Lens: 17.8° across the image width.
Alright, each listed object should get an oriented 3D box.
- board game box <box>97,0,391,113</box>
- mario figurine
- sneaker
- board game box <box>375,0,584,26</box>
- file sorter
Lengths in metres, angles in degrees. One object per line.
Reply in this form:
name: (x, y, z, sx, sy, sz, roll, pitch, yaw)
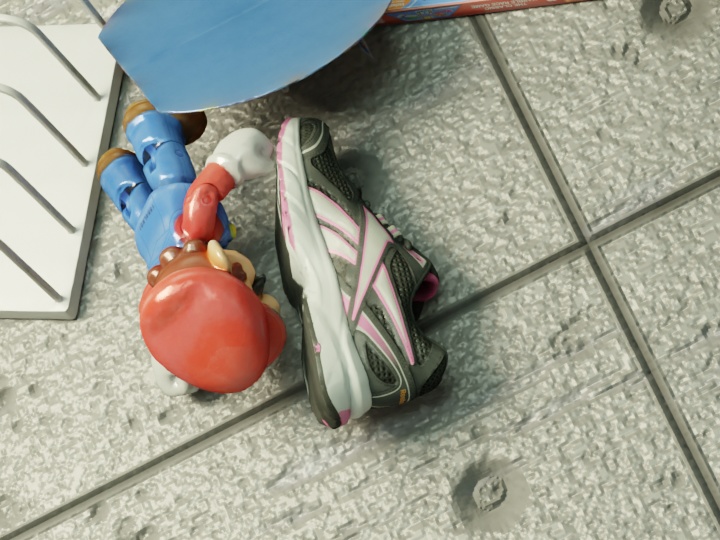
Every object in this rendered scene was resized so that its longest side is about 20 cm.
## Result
board game box: (-0.069, -0.142, 1.422, 0.158, 0.039, 0.200, -28, 36, -10)
mario figurine: (-0.089, -0.006, 1.358, 0.106, 0.124, 0.200, -16, 49, -8)
sneaker: (0.000, 0.000, 1.343, 0.086, 0.080, 0.201, -7, 61, -10)
board game box: (0.090, -0.209, 1.423, 0.199, 0.019, 0.103, -5, 65, 17)
file sorter: (-0.246, -0.086, 1.426, 0.138, 0.125, 0.201, 0, 68, 20)
